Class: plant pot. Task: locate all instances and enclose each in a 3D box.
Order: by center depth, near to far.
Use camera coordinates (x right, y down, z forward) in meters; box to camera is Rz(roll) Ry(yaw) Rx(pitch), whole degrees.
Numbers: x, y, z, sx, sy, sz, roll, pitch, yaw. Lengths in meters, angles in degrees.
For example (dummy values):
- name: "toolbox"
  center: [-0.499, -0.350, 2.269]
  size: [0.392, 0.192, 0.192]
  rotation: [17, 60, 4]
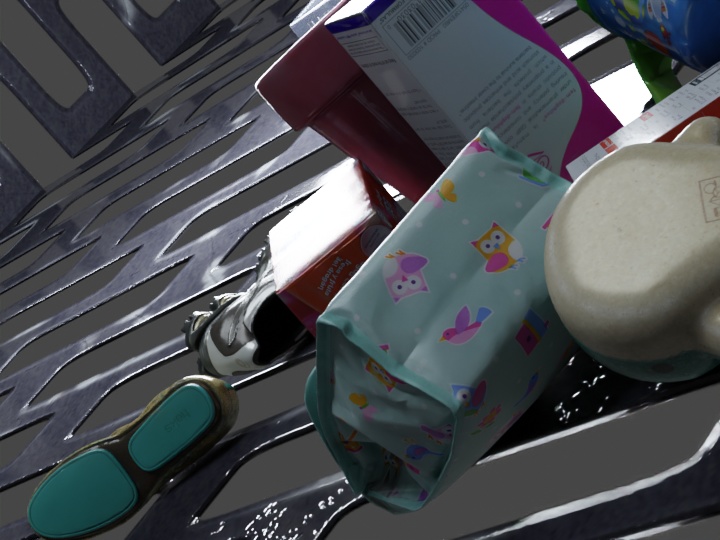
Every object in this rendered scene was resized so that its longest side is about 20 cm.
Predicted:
- name: "plant pot"
  center: [0.047, -0.147, 2.023]
  size: [0.200, 0.179, 0.200]
  rotation: [-42, 4, 4]

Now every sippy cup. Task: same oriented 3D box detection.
- name: "sippy cup"
  center: [0.227, -0.196, 1.722]
  size: [0.140, 0.178, 0.130]
  rotation: [-39, 37, -1]

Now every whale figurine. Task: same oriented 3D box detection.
- name: "whale figurine"
  center: [0.201, -0.009, 1.372]
  size: [0.200, 0.104, 0.159]
  rotation: [-17, 51, 14]

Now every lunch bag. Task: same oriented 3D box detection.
- name: "lunch bag"
  center: [0.057, 0.042, 1.505]
  size: [0.170, 0.122, 0.200]
  rotation: [-49, -16, -23]

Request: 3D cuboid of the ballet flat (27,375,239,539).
- name: "ballet flat"
  center: [-0.172, 0.149, 2.010]
  size: [0.200, 0.071, 0.071]
  rotation: [-38, 13, 19]

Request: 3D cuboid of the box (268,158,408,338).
- name: "box"
  center: [0.000, 0.000, 1.888]
  size: [0.095, 0.100, 0.200]
  rotation: [-40, 13, 6]

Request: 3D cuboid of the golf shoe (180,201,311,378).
- name: "golf shoe"
  center: [-0.050, 0.018, 2.080]
  size: [0.094, 0.078, 0.200]
  rotation: [6, 48, 50]

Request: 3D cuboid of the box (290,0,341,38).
- name: "box"
  center: [0.052, -0.314, 2.774]
  size: [0.182, 0.104, 0.200]
  rotation: [-30, 17, 46]

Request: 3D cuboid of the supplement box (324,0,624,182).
- name: "supplement box"
  center: [0.084, -0.141, 1.886]
  size: [0.101, 0.200, 0.103]
  rotation: [-43, 12, -12]

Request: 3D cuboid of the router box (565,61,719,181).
- name: "router box"
  center: [0.214, -0.087, 1.556]
  size: [0.179, 0.049, 0.200]
  rotation: [-34, 4, 6]
